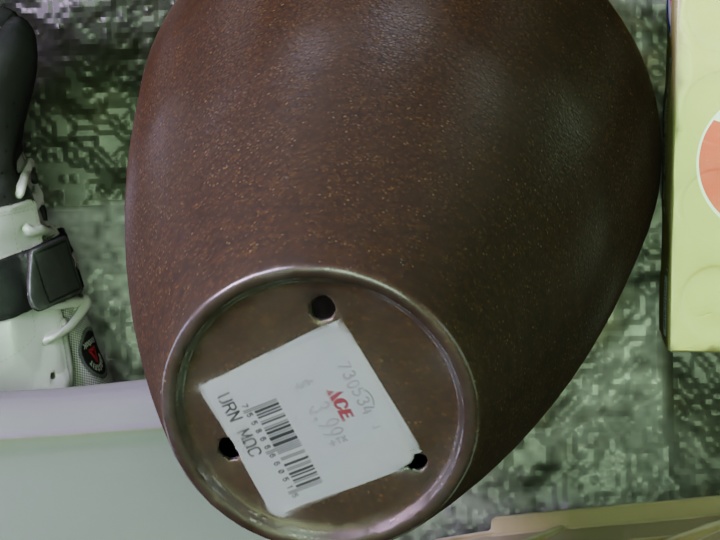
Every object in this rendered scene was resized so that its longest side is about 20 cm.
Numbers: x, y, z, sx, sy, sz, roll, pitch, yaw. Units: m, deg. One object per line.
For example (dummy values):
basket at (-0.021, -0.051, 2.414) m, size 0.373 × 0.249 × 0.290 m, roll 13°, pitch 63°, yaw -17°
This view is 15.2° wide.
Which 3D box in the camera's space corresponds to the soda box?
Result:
soda box at (0.140, -0.073, 0.934) m, size 0.067 × 0.064 × 0.201 m, roll 1°, pitch 96°, yaw 4°

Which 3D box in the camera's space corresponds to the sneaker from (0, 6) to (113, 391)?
sneaker at (-0.125, 0.008, 0.959) m, size 0.088 × 0.074 × 0.201 m, roll 14°, pitch 106°, yaw 3°

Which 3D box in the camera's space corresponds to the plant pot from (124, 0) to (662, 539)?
plant pot at (0.000, 0.000, 0.857) m, size 0.186 × 0.200 × 0.188 m, roll 3°, pitch 116°, yaw 7°

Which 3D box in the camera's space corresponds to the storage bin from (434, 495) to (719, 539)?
storage bin at (0.094, 0.184, 0.901) m, size 0.198 × 0.094 × 0.201 m, roll -11°, pitch 96°, yaw 44°

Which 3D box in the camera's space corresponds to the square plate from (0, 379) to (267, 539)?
square plate at (-0.080, 0.128, 0.869) m, size 0.028 × 0.199 × 0.199 m, roll -28°, pitch 71°, yaw 43°
